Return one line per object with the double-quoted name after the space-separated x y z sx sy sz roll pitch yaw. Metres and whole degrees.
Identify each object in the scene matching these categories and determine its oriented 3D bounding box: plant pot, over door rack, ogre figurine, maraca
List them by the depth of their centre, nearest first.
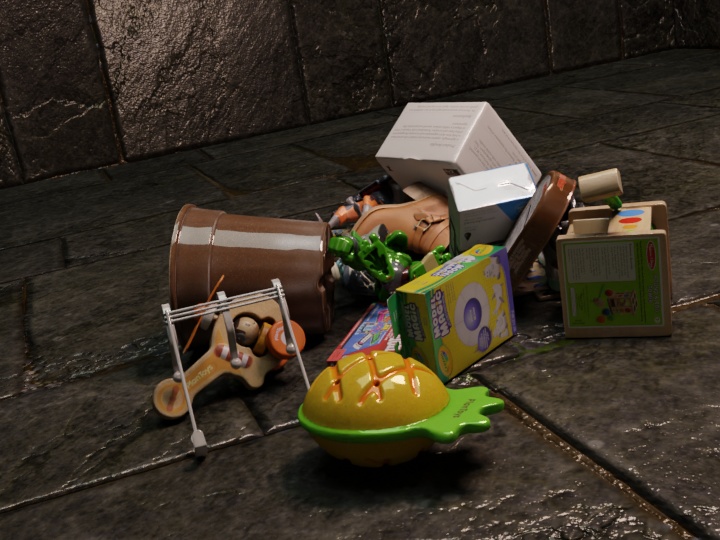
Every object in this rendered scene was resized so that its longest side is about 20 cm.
0.035 0.132 0.894 0.198 0.108 0.137 -1 18 26 "maraca"
-0.134 0.111 1.050 0.147 0.067 0.201 -13 53 -13 "over door rack"
-0.138 0.009 1.278 0.196 0.202 0.200 0 17 4 "plant pot"
0.045 -0.006 1.297 0.198 0.099 0.120 -3 1 -13 "ogre figurine"

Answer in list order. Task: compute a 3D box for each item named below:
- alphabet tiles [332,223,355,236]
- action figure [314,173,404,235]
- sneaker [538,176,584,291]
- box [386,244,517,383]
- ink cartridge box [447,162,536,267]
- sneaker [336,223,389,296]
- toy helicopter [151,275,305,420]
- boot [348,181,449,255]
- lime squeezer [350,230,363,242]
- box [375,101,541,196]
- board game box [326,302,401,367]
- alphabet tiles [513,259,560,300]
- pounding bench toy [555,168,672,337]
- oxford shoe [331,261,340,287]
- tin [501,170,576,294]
0.007 -0.062 1.727 0.165 0.006 0.200 -4 17 15 "alphabet tiles"
0.008 -0.100 1.742 0.193 0.105 0.200 -17 -11 -45 "action figure"
0.288 -0.067 1.328 0.077 0.141 0.200 -8 17 6 "sneaker"
0.108 0.053 1.099 0.048 0.118 0.199 5 23 43 "box"
0.189 -0.052 1.349 0.115 0.201 0.068 -12 51 -2 "ink cartridge box"
0.000 0.000 1.449 0.086 0.078 0.200 -26 11 21 "sneaker"
-0.172 0.097 1.121 0.200 0.133 0.079 -40 0 -29 "toy helicopter"
0.082 -0.053 1.553 0.200 0.074 0.155 -41 52 -9 "boot"
0.065 0.001 1.400 0.199 0.071 0.038 15 -37 -31 "lime squeezer"
0.171 -0.182 1.645 0.198 0.200 0.131 12 65 49 "box"
0.036 0.083 1.214 0.102 0.020 0.200 -2 18 18 "board game box"
0.265 0.011 1.348 0.198 0.008 0.167 -11 17 -3 "alphabet tiles"
0.312 -0.041 1.151 0.123 0.202 0.156 -3 18 20 "pounding bench toy"
-0.103 0.006 1.451 0.058 0.076 0.199 -25 18 -36 "oxford shoe"
0.216 -0.041 1.225 0.042 0.201 0.112 25 38 -2 "tin"
